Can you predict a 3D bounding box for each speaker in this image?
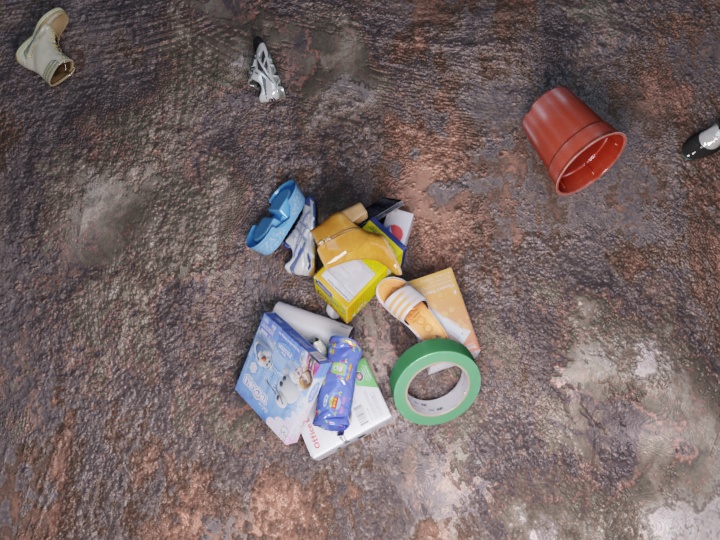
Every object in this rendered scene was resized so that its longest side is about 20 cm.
[{"bbox_3d":[-0.117,0.141,1.456,0.194,0.082,0.083,17,73,10],"label":"speaker"}]

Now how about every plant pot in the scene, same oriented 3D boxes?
[{"bbox_3d":[0.510,-0.329,1.522,0.197,0.202,0.198,-27,63,-6],"label":"plant pot"}]

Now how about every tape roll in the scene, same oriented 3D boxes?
[{"bbox_3d":[0.162,0.245,1.349,0.195,0.205,0.049,-16,32,-2],"label":"tape roll"}]

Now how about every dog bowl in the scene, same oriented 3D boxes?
[{"bbox_3d":[-0.207,-0.127,1.541,0.049,0.110,0.203,39,73,-31],"label":"dog bowl"}]

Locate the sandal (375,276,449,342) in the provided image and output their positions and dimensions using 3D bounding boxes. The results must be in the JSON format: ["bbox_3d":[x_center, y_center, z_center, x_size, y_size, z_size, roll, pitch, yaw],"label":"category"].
[{"bbox_3d":[0.122,0.089,1.355,0.206,0.059,0.079,44,78,8],"label":"sandal"}]

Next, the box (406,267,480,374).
[{"bbox_3d":[0.184,0.117,1.435,0.121,0.098,0.205,-17,72,-2],"label":"box"}]

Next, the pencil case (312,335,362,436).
[{"bbox_3d":[-0.046,0.244,1.328,0.084,0.078,0.206,5,69,13],"label":"pencil case"}]

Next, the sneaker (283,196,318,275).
[{"bbox_3d":[-0.149,-0.089,1.537,0.085,0.076,0.206,0,71,4],"label":"sneaker"}]

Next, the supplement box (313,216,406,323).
[{"bbox_3d":[0.000,0.000,1.407,0.109,0.110,0.200,42,74,15],"label":"supplement box"}]

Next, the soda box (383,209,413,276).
[{"bbox_3d":[0.071,-0.047,1.515,0.066,0.064,0.205,16,73,9],"label":"soda box"}]

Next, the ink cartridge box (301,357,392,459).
[{"bbox_3d":[-0.044,0.313,1.391,0.196,0.084,0.149,-25,71,-5],"label":"ink cartridge box"}]

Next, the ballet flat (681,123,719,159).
[{"bbox_3d":[0.905,-0.341,1.555,0.195,0.069,0.070,-21,72,-3],"label":"ballet flat"}]

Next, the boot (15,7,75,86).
[{"bbox_3d":[-0.867,-0.636,1.767,0.153,0.072,0.202,33,82,14],"label":"boot"}]

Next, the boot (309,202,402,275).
[{"bbox_3d":[-0.013,-0.038,1.333,0.142,0.071,0.203,-33,69,-5],"label":"boot"}]

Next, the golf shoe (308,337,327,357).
[{"bbox_3d":[-0.159,0.189,1.414,0.194,0.100,0.079,-6,27,20],"label":"golf shoe"}]

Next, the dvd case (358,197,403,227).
[{"bbox_3d":[-0.001,-0.119,1.504,0.197,0.148,0.016,-32,106,-9],"label":"dvd case"}]

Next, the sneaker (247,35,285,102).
[{"bbox_3d":[-0.276,-0.552,1.699,0.086,0.074,0.205,-20,71,-5],"label":"sneaker"}]

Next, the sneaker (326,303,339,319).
[{"bbox_3d":[-0.057,0.011,1.507,0.113,0.074,0.203,23,72,20],"label":"sneaker"}]

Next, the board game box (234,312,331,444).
[{"bbox_3d":[-0.175,0.232,1.353,0.198,0.043,0.204,35,109,34],"label":"board game box"}]
